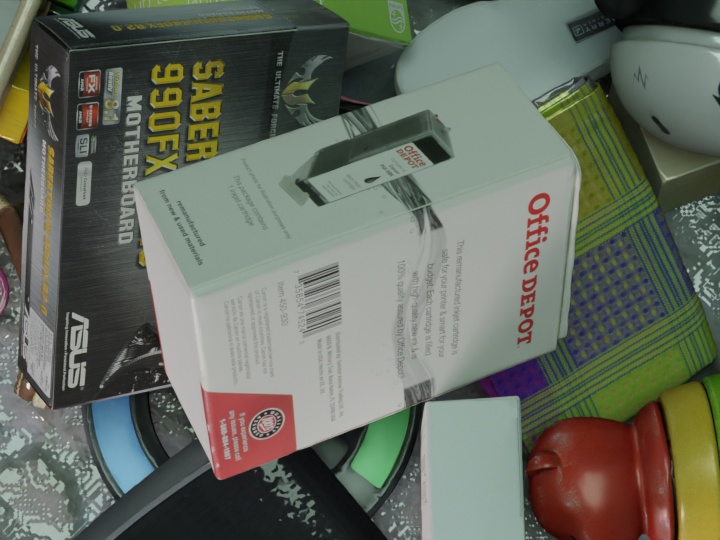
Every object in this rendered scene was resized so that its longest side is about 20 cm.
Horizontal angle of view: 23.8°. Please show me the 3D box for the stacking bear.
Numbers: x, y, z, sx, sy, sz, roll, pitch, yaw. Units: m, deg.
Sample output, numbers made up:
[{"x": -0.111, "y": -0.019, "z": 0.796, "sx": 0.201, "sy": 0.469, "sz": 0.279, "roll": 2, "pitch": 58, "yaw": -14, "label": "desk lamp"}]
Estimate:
[{"x": 0.192, "y": 0.115, "z": 0.955, "sx": 0.199, "sy": 0.122, "sz": 0.114, "roll": -6, "pitch": 73, "yaw": 4, "label": "stacking bear"}]

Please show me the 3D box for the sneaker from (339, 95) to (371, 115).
[{"x": -0.038, "y": -0.068, "z": 0.999, "sx": 0.199, "sy": 0.079, "sz": 0.096, "roll": 3, "pitch": 46, "yaw": -10, "label": "sneaker"}]

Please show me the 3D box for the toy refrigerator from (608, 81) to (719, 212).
[{"x": 0.253, "y": -0.106, "z": 1.013, "sx": 0.199, "sy": 0.070, "sz": 0.076, "roll": -20, "pitch": 74, "yaw": -4, "label": "toy refrigerator"}]

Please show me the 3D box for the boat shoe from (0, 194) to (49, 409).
[{"x": -0.181, "y": -0.021, "z": 0.996, "sx": 0.074, "sy": 0.075, "sz": 0.203, "roll": 15, "pitch": 69, "yaw": -8, "label": "boat shoe"}]

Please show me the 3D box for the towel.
[{"x": 0.111, "y": 0.002, "z": 0.976, "sx": 0.143, "sy": 0.023, "sz": 0.201, "roll": -31, "pitch": 109, "yaw": -3, "label": "towel"}]

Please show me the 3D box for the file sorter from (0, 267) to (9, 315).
[{"x": -0.287, "y": -0.017, "z": 0.932, "sx": 0.125, "sy": 0.200, "sz": 0.139, "roll": -35, "pitch": 81, "yaw": -5, "label": "file sorter"}]

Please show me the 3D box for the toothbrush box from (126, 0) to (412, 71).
[{"x": -0.063, "y": -0.209, "z": 0.989, "sx": 0.145, "sy": 0.086, "sz": 0.201, "roll": -14, "pitch": 78, "yaw": 37, "label": "toothbrush box"}]

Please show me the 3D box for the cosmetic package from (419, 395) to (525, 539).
[{"x": 0.058, "y": 0.152, "z": 0.900, "sx": 0.051, "sy": 0.200, "sz": 0.152, "roll": -4, "pitch": 79, "yaw": 1, "label": "cosmetic package"}]

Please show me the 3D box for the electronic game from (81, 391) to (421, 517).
[{"x": -0.063, "y": 0.071, "z": 0.996, "sx": 0.199, "sy": 0.042, "sz": 0.201, "roll": 0, "pitch": 80, "yaw": 0, "label": "electronic game"}]

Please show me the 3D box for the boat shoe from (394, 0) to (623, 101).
[{"x": 0.115, "y": -0.133, "z": 1.015, "sx": 0.199, "sy": 0.070, "sz": 0.071, "roll": -23, "pitch": 79, "yaw": -5, "label": "boat shoe"}]

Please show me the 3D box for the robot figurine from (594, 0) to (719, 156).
[{"x": 0.205, "y": -0.161, "z": 0.915, "sx": 0.149, "sy": 0.125, "sz": 0.201, "roll": 12, "pitch": 92, "yaw": 11, "label": "robot figurine"}]

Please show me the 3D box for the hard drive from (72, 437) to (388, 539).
[{"x": -0.091, "y": 0.179, "z": 0.951, "sx": 0.200, "sy": 0.042, "sz": 0.135, "roll": -39, "pitch": 92, "yaw": 5, "label": "hard drive"}]

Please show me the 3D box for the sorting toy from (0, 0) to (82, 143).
[{"x": -0.170, "y": -0.130, "z": 0.913, "sx": 0.036, "sy": 0.185, "sz": 0.201, "roll": 27, "pitch": 89, "yaw": -11, "label": "sorting toy"}]

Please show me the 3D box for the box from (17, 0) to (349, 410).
[{"x": -0.094, "y": -0.036, "z": 0.886, "sx": 0.158, "sy": 0.048, "sz": 0.201, "roll": -9, "pitch": 122, "yaw": -32, "label": "box"}]

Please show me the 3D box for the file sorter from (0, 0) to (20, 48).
[{"x": -0.286, "y": -0.201, "z": 0.973, "sx": 0.199, "sy": 0.125, "sz": 0.139, "roll": 27, "pitch": 37, "yaw": 5, "label": "file sorter"}]

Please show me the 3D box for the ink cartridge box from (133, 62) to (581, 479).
[{"x": 0.000, "y": 0.000, "z": 0.853, "sx": 0.199, "sy": 0.147, "sz": 0.083, "roll": -20, "pitch": 50, "yaw": -16, "label": "ink cartridge box"}]
